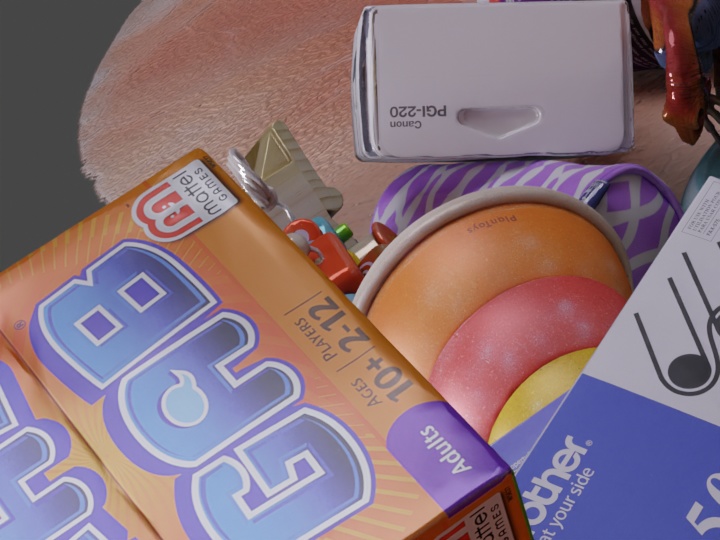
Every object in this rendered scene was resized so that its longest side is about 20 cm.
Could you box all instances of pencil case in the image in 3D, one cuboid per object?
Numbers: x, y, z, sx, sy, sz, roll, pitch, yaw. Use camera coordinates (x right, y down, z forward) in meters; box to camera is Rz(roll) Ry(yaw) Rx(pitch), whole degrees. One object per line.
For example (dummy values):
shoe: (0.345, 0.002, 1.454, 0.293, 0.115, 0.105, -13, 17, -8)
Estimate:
pencil case: (0.085, -0.013, 1.273, 0.199, 0.084, 0.086, 4, 60, 57)

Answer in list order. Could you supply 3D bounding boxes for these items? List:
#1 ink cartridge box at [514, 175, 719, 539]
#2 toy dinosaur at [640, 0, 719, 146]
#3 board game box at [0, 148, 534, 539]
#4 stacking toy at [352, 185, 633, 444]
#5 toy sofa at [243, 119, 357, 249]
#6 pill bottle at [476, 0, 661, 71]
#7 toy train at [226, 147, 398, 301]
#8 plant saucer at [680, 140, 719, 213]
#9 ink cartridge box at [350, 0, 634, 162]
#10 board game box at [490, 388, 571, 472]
ink cartridge box: (0.130, 0.059, 0.919, 0.093, 0.044, 0.200, 21, 58, 27)
toy dinosaur: (0.164, -0.120, 1.258, 0.199, 0.106, 0.181, 21, 16, 27)
board game box: (-0.062, 0.126, 0.850, 0.199, 0.201, 0.200, -33, 47, -13)
stacking toy: (0.087, 0.068, 1.046, 0.145, 0.147, 0.200, -29, 37, -4)
toy sofa: (-0.103, 0.009, 1.385, 0.199, 0.098, 0.083, -33, -4, -26)
pill bottle: (0.172, -0.180, 1.507, 0.112, 0.113, 0.199, -41, 24, -32)
toy train: (0.000, 0.000, 1.217, 0.055, 0.151, 0.200, -34, 30, 0)
plant saucer: (0.252, -0.066, 1.255, 0.199, 0.028, 0.200, -24, 21, 9)
ink cartridge box: (0.068, -0.102, 1.347, 0.144, 0.086, 0.200, -2, 4, -2)
board game box: (0.131, 0.089, 0.944, 0.199, 0.029, 0.135, -34, 53, -15)
